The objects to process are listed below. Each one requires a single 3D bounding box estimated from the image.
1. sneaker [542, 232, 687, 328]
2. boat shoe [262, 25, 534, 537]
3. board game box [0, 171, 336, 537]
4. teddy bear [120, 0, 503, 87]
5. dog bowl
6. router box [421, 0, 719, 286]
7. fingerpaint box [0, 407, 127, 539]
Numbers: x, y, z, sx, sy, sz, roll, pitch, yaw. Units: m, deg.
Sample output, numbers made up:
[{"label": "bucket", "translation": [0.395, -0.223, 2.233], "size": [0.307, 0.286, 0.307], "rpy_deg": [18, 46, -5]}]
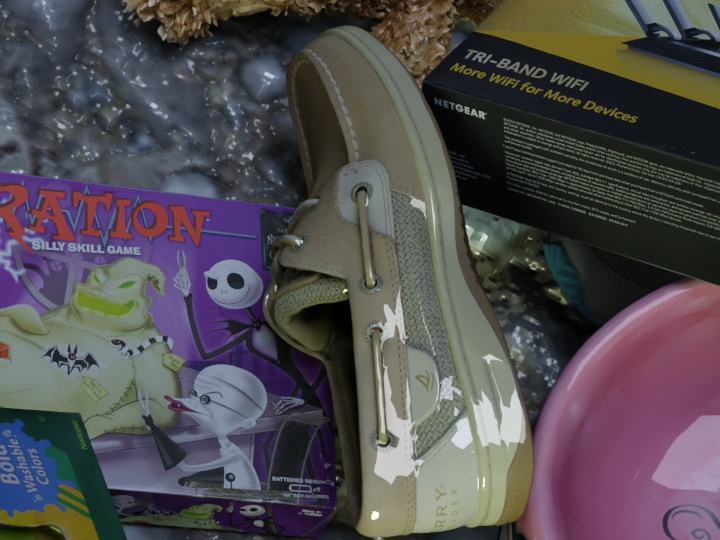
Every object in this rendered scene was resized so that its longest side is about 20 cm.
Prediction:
[{"label": "sneaker", "translation": [0.158, -0.035, 1.002], "size": [0.199, 0.081, 0.077], "rpy_deg": [-19, 70, -25]}, {"label": "boat shoe", "translation": [0.000, 0.000, 0.904], "size": [0.065, 0.072, 0.201], "rpy_deg": [-9, 58, -14]}, {"label": "board game box", "translation": [-0.107, 0.024, 0.913], "size": [0.199, 0.032, 0.121], "rpy_deg": [6, 55, -15]}, {"label": "teddy bear", "translation": [0.001, -0.133, 1.015], "size": [0.199, 0.067, 0.146], "rpy_deg": [18, 59, -7]}, {"label": "dog bowl", "translation": [0.140, 0.084, 0.887], "size": [0.199, 0.074, 0.201], "rpy_deg": [-5, 57, 7]}, {"label": "router box", "translation": [0.145, -0.061, 0.930], "size": [0.199, 0.052, 0.157], "rpy_deg": [18, 44, 27]}, {"label": "fingerpaint box", "translation": [-0.136, 0.129, 0.759], "size": [0.166, 0.073, 0.201], "rpy_deg": [7, 42, -34]}]
